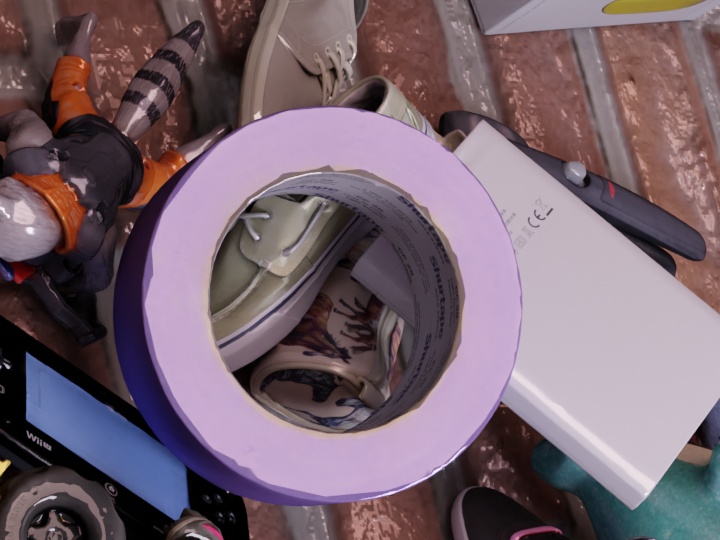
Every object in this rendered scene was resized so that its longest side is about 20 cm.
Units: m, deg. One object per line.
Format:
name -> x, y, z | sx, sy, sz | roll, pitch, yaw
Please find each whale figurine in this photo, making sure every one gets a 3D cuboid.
whale figurine -> 0.176, 0.155, 1.658 | 0.200, 0.159, 0.104 | 39, 46, 9

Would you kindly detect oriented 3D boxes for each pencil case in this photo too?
pencil case -> 0.000, 0.000, 1.645 | 0.078, 0.089, 0.201 | 42, 47, -32

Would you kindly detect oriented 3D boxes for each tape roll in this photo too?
tape roll -> -0.023, 0.020, 1.508 | 0.199, 0.085, 0.201 | 2, 83, -14

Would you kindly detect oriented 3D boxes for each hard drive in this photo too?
hard drive -> 0.108, 0.022, 1.617 | 0.200, 0.026, 0.132 | 40, 54, 2

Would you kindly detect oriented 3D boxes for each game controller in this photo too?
game controller -> -0.134, 0.092, 1.499 | 0.200, 0.042, 0.104 | 36, 13, -25

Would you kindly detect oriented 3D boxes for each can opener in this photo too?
can opener -> 0.134, -0.041, 1.793 | 0.199, 0.063, 0.079 | 23, 55, -28

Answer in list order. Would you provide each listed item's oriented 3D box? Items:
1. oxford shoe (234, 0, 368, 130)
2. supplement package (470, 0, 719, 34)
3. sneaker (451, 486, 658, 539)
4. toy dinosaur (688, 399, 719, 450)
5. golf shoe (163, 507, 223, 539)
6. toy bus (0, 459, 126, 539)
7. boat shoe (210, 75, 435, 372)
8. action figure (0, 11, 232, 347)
oxford shoe -> -0.034, -0.116, 1.666 | 0.057, 0.075, 0.200 | 15, 38, 3
supplement package -> 0.170, -0.252, 1.866 | 0.199, 0.152, 0.151 | -8, 74, -41
sneaker -> 0.127, 0.166, 1.616 | 0.070, 0.099, 0.200 | -9, 45, -36
toy dinosaur -> 0.239, 0.122, 1.763 | 0.200, 0.105, 0.182 | -38, 75, -11
golf shoe -> -0.047, 0.203, 1.474 | 0.088, 0.077, 0.200 | 44, -1, 45
toy bus -> -0.228, 0.151, 1.375 | 0.200, 0.136, 0.192 | 45, 64, -9
boat shoe -> -0.043, -0.025, 1.591 | 0.200, 0.072, 0.062 | -47, 132, -13
action figure -> -0.163, -0.075, 1.546 | 0.200, 0.104, 0.194 | 48, 37, -14
